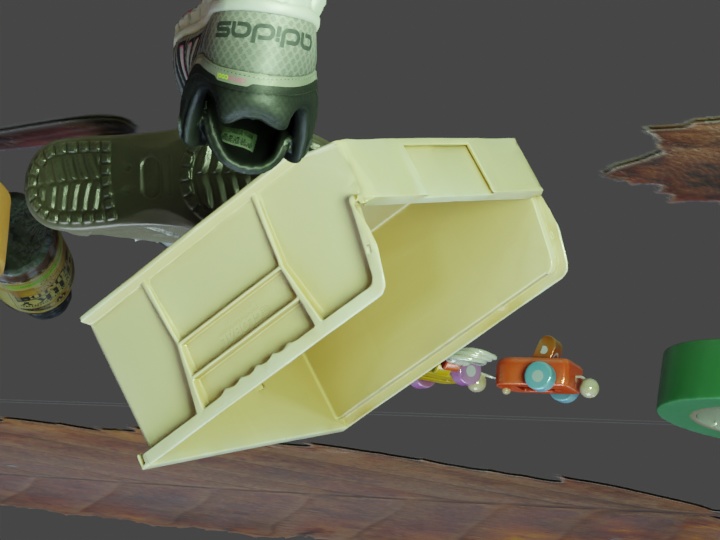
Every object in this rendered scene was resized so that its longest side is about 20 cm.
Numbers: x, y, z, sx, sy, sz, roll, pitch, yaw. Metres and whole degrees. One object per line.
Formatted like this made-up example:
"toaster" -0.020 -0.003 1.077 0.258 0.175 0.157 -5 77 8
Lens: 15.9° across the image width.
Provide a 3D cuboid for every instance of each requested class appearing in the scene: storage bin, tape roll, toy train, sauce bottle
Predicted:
"storage bin" -0.014 0.011 1.424 0.199 0.094 0.200 -36 164 29
"tape roll" 0.327 0.097 1.966 0.200 0.048 0.200 8 168 2
"toy train" 0.086 0.057 1.941 0.150 0.056 0.200 0 168 28
"sauce bottle" -0.237 -0.005 1.852 0.065 0.065 0.200 8 169 3

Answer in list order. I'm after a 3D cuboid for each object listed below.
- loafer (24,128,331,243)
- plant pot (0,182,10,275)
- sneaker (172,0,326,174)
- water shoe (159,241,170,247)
"loafer" -0.096 -0.051 1.533 0.200 0.076 0.068 4 177 8
"plant pot" -0.273 -0.082 1.345 0.200 0.140 0.200 8 168 2
"sneaker" -0.060 -0.087 1.301 0.074 0.088 0.200 10 168 -8
"water shoe" -0.074 -0.033 1.600 0.200 0.079 0.072 35 -176 5
